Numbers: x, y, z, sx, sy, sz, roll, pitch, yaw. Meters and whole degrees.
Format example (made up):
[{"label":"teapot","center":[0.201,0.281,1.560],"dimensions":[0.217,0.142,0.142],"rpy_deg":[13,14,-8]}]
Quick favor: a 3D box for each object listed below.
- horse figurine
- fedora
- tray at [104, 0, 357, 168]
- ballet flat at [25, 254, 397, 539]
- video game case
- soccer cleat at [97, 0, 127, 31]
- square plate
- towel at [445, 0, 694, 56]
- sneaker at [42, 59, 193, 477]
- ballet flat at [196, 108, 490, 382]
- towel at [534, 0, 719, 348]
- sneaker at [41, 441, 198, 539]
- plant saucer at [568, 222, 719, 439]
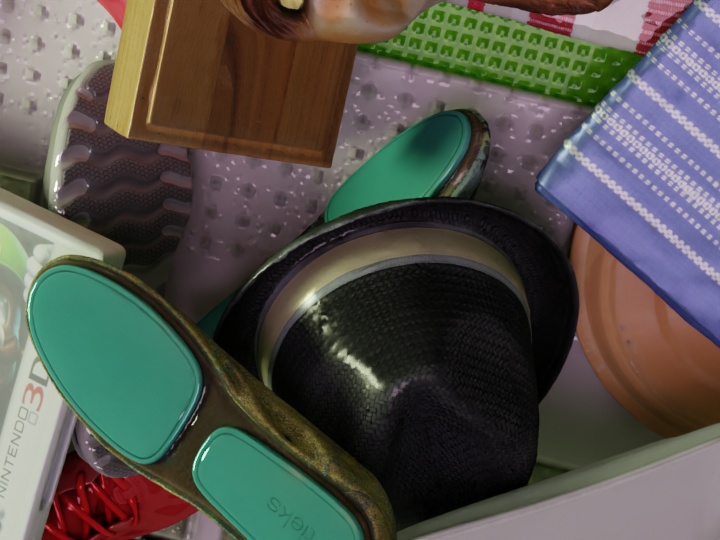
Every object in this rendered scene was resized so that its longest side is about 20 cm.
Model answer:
[{"label":"horse figurine","center":[0.017,-0.146,0.724],"dimensions":[0.199,0.050,0.133],"rpy_deg":[-24,116,-17]},{"label":"fedora","center":[0.027,0.061,0.801],"dimensions":[0.200,0.092,0.201],"rpy_deg":[-12,139,-10]},{"label":"tray","center":[-0.040,-0.150,0.745],"dimensions":[0.098,0.037,0.201],"rpy_deg":[7,104,-28]},{"label":"ballet flat","center":[-0.063,0.068,0.753],"dimensions":[0.200,0.071,0.071],"rpy_deg":[39,115,16]},{"label":"video game case","center":[-0.221,0.033,0.827],"dimensions":[0.199,0.023,0.182],"rpy_deg":[25,108,17]},{"label":"soccer cleat","center":[-0.094,-0.139,0.794],"dimensions":[0.200,0.077,0.067],"rpy_deg":[41,151,-24]},{"label":"square plate","center":[0.106,0.151,0.844],"dimensions":[0.197,0.028,0.200],"rpy_deg":[-18,140,-7]},{"label":"towel","center":[0.111,-0.170,0.763],"dimensions":[0.199,0.023,0.145],"rpy_deg":[16,115,5]},{"label":"sneaker","center":[-0.134,-0.003,0.850],"dimensions":[0.075,0.082,0.201],"rpy_deg":[-2,100,-36]},{"label":"ballet flat","center":[0.000,0.000,0.845],"dimensions":[0.200,0.074,0.074],"rpy_deg":[-38,104,23]},{"label":"towel","center":[0.192,-0.064,0.775],"dimensions":[0.145,0.024,0.200],"rpy_deg":[39,111,-6]},{"label":"sneaker","center":[-0.154,0.137,0.890],"dimensions":[0.199,0.116,0.079],"rpy_deg":[-24,109,19]},{"label":"plant saucer","center":[0.199,0.006,0.829],"dimensions":[0.199,0.032,0.201],"rpy_deg":[3,113,6]}]
